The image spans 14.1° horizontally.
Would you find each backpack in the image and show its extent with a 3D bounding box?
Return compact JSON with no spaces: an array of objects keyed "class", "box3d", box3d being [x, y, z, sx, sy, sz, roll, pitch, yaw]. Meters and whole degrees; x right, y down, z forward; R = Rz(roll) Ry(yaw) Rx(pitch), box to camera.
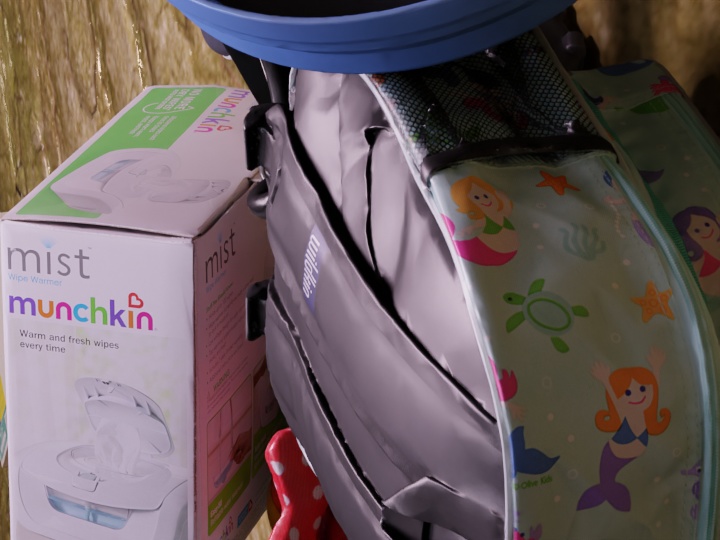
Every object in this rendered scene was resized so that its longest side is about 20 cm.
[{"class":"backpack","box3d":[0.053,0.032,0.919,0.200,0.150,0.178,-113,21,-52]}]

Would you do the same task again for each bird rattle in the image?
[{"class":"bird rattle","box3d":[-0.019,0.113,1.299,0.163,0.113,0.200,-83,-2,-54]}]

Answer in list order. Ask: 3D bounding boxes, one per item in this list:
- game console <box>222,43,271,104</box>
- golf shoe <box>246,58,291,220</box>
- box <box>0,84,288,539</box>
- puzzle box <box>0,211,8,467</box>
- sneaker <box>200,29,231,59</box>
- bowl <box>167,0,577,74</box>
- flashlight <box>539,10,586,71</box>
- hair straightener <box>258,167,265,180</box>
[{"class":"game console","box3d":[-0.032,-0.142,1.163,0.200,0.031,0.177,60,156,1]},{"class":"golf shoe","box3d":[0.000,-0.109,1.003,0.073,0.092,0.200,2,95,58]},{"class":"box","box3d":[-0.084,0.028,1.343,0.200,0.097,0.177,-54,-34,-64]},{"class":"puzzle box","box3d":[-0.268,0.055,2.260,0.200,0.025,0.133,116,143,-62]},{"class":"sneaker","box3d":[-0.082,-0.190,1.428,0.078,0.079,0.200,-118,24,-49]},{"class":"bowl","box3d":[0.012,-0.147,0.929,0.039,0.201,0.201,64,-175,-53]},{"class":"flashlight","box3d":[0.044,-0.006,1.101,0.068,0.068,0.200,-62,-12,-50]},{"class":"hair straightener","box3d":[0.000,0.000,1.227,0.041,0.077,0.200,-48,47,51]}]
